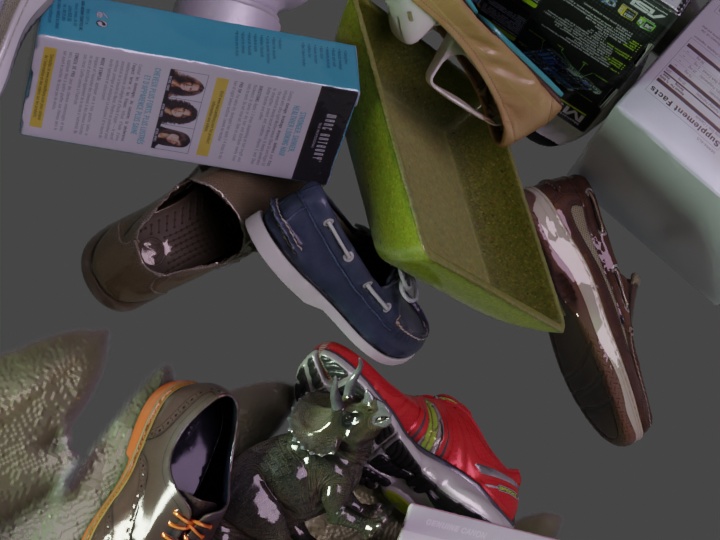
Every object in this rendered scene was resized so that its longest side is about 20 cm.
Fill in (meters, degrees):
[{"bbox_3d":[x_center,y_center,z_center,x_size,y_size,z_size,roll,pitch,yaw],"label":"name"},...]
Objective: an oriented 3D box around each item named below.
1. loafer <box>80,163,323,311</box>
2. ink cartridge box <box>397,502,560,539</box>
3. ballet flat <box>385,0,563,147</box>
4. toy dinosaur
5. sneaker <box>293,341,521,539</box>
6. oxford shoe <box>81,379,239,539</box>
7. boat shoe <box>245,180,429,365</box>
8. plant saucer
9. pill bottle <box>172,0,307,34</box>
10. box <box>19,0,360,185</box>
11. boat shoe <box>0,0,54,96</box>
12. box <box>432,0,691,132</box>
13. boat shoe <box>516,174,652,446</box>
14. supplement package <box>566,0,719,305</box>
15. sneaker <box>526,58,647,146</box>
[{"bbox_3d":[-0.087,-0.038,1.187,0.200,0.067,0.076,-39,106,-26],"label":"loafer"},{"bbox_3d":[0.078,0.258,1.258,0.199,0.045,0.177,18,90,-28],"label":"ink cartridge box"},{"bbox_3d":[0.058,-0.154,1.193,0.063,0.069,0.200,-43,118,5],"label":"ballet flat"},{"bbox_3d":[-0.048,0.145,1.190,0.200,0.077,0.102,-36,97,13],"label":"toy dinosaur"},{"bbox_3d":[0.034,0.112,1.259,0.200,0.077,0.085,45,46,-21],"label":"sneaker"},{"bbox_3d":[-0.127,0.163,1.147,0.071,0.072,0.201,21,76,-28],"label":"oxford shoe"},{"bbox_3d":[0.000,0.000,1.198,0.062,0.075,0.200,-35,139,13],"label":"boat shoe"},{"bbox_3d":[0.049,-0.060,1.217,0.200,0.048,0.200,27,42,-54],"label":"plant saucer"},{"bbox_3d":[-0.070,-0.244,1.187,0.110,0.111,0.201,16,78,-28],"label":"pill bottle"},{"bbox_3d":[-0.106,-0.113,1.139,0.199,0.082,0.049,9,44,-13],"label":"box"},{"bbox_3d":[-0.233,-0.148,1.078,0.065,0.074,0.202,30,101,-35],"label":"boat shoe"},{"bbox_3d":[0.106,-0.195,1.206,0.200,0.193,0.048,34,71,1],"label":"box"},{"bbox_3d":[0.177,0.025,1.329,0.075,0.075,0.203,-26,99,-21],"label":"boat shoe"},{"bbox_3d":[0.279,-0.111,1.306,0.151,0.152,0.200,41,74,5],"label":"supplement package"},{"bbox_3d":[0.195,-0.189,1.359,0.080,0.146,0.200,32,112,11],"label":"sneaker"}]
